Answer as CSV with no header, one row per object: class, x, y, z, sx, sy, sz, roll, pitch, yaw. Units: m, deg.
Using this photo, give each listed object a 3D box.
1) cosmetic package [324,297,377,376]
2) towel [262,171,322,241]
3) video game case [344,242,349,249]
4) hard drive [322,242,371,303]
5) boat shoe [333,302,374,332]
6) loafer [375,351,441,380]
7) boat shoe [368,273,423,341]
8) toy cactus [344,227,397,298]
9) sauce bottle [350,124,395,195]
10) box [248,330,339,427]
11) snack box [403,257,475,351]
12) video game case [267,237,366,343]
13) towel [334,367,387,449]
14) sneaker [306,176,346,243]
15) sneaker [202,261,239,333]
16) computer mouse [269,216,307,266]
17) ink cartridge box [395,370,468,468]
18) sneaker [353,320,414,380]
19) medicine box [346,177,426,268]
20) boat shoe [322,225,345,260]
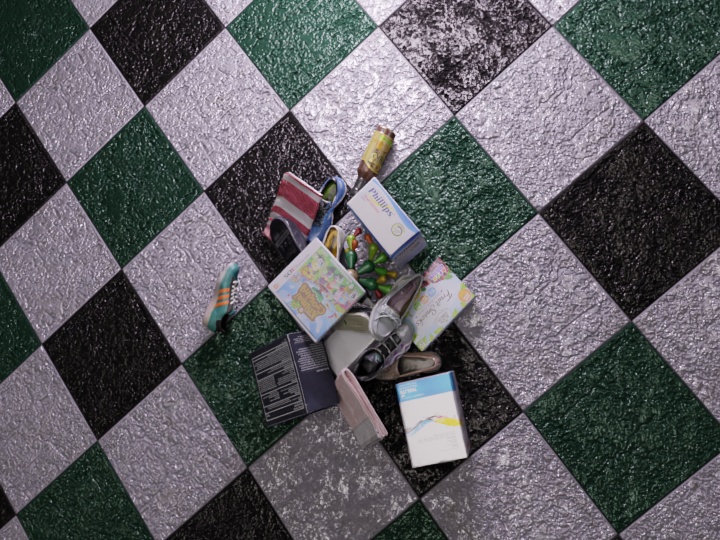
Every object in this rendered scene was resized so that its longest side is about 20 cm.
cosmetic package,-0.011,0.183,1.661,0.200,0.074,0.102,-44,68,3
towel,-0.191,-0.151,1.726,0.143,0.023,0.204,34,114,24
video game case,-0.091,0.031,1.730,0.139,0.018,0.207,-4,83,13
hard drive,-0.076,0.024,1.701,0.138,0.033,0.203,-31,77,8
boat shoe,-0.041,0.113,1.626,0.196,0.068,0.073,8,127,33
loafer,0.114,0.247,1.632,0.194,0.063,0.074,-9,82,12
boat shoe,0.090,0.088,1.562,0.075,0.064,0.203,45,63,-11
toy cactus,0.000,0.000,1.644,0.163,0.102,0.203,-32,83,-16
sauce bottle,0.031,-0.299,1.719,0.063,0.065,0.204,24,91,15
box,-0.176,0.283,1.626,0.198,0.121,0.204,-27,74,44
snack box,0.187,0.091,1.638,0.200,0.053,0.142,-46,76,5
video game case,-0.113,0.049,1.589,0.182,0.022,0.200,-44,74,-2
towel,-0.013,0.358,1.587,0.032,0.201,0.194,-26,76,-23
sneaker,-0.108,-0.170,1.722,0.077,0.089,0.205,22,91,15
sneaker,-0.378,0.081,1.770,0.078,0.071,0.205,23,94,10
computer mouse,-0.181,-0.057,1.690,0.138,0.052,0.203,-38,76,40
ink cartridge box,0.185,0.370,1.557,0.142,0.147,0.206,-14,80,10
sneaker,0.056,0.210,1.559,0.078,0.140,0.201,43,97,10
medicine box,0.072,-0.118,1.615,0.103,0.200,0.183,-41,76,4
boat shoe,-0.087,-0.021,1.656,0.069,0.070,0.206,14,86,14
